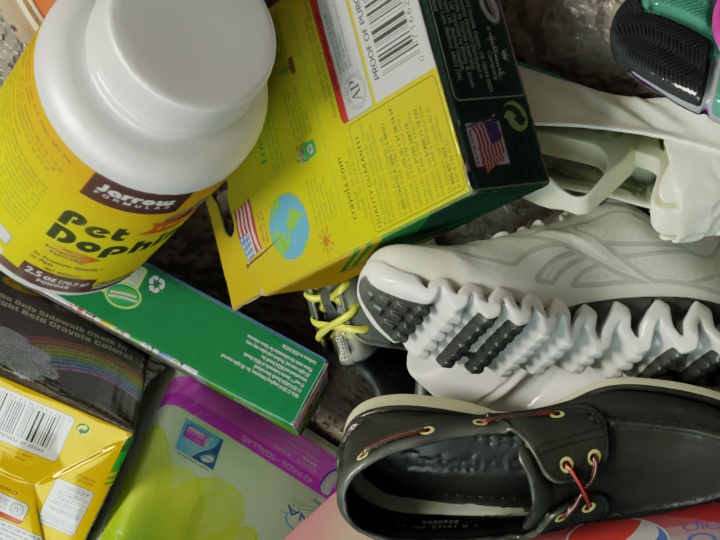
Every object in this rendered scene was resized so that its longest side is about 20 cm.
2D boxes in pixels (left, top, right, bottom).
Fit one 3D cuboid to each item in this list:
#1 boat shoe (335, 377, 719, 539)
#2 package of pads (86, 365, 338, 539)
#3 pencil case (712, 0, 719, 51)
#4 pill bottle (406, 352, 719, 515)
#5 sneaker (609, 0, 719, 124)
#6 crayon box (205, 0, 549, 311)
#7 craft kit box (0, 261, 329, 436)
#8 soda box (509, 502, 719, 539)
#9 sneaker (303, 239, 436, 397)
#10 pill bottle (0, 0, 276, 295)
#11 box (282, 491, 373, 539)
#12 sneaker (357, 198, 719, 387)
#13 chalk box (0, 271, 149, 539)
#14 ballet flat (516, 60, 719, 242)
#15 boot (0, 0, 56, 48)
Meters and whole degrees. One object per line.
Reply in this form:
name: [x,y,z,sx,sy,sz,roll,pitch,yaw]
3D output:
boat shoe: [0.087,0.095,0.838,0.200,0.063,0.074,-2,117,6]
package of pads: [-0.087,0.170,1.121,0.154,0.201,0.068,35,135,-17]
pencil case: [0.177,-0.147,0.625,0.088,0.089,0.201,20,147,14]
pill bottle: [0.125,0.081,0.928,0.200,0.120,0.119,40,145,-16]
sneaker: [0.197,-0.060,0.739,0.199,0.075,0.088,16,150,19]
crayon box: [-0.007,-0.068,0.837,0.200,0.051,0.128,-24,78,51]
craft kit box: [-0.113,0.029,1.035,0.199,0.049,0.198,28,176,3]
soda box: [0.157,0.154,0.856,0.198,0.070,0.064,-5,110,1]
sneaker: [0.000,0.000,0.948,0.074,0.085,0.200,-15,126,46]
pill bottle: [-0.113,-0.069,0.838,0.109,0.110,0.200,36,148,-10]
box: [0.013,0.199,0.980,0.109,0.200,0.128,49,179,-28]
sneaker: [0.091,0.006,0.836,0.199,0.082,0.075,8,158,-21]
chalk box: [-0.211,0.084,1.133,0.124,0.200,0.124,25,107,-10]
ballet flat: [0.125,-0.046,0.814,0.199,0.070,0.070,15,143,21]
boot: [-0.143,-0.180,0.843,0.107,0.075,0.200,1,145,31]
